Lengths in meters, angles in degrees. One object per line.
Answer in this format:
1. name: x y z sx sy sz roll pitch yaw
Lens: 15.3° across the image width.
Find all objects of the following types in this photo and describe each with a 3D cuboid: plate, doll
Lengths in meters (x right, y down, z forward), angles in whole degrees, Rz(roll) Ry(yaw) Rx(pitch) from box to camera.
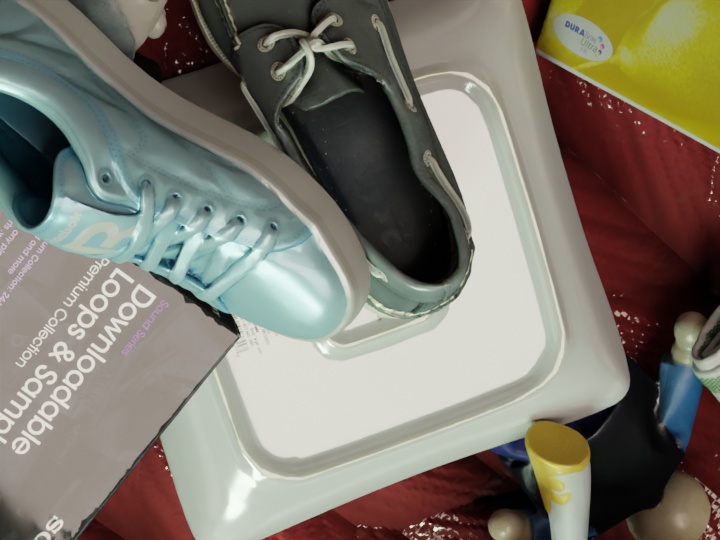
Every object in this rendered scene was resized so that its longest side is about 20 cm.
1. plate: 0.000 0.000 1.095 0.200 0.032 0.200 -20 108 -8
2. doll: 0.100 0.063 1.199 0.136 0.048 0.200 -43 124 0

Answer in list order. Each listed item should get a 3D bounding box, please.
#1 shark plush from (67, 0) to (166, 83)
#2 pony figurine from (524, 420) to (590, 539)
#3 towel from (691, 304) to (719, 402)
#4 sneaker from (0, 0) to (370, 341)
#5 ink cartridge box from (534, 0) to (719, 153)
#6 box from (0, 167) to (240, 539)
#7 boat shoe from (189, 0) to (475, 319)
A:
1. shark plush: -0.110 -0.130 1.011 0.083 0.091 0.200 -3 130 2
2. pony figurine: 0.121 0.170 1.181 0.193 0.167 0.200 22 141 2
3. towel: 0.239 0.045 1.248 0.149 0.031 0.200 -51 129 -13
4. sneaker: -0.089 -0.025 0.983 0.200 0.082 0.074 35 132 -9
5. ink cartridge box: 0.176 -0.138 1.044 0.047 0.198 0.200 -6 119 -44
6. box: -0.166 0.019 1.031 0.200 0.036 0.143 36 96 -19
7. boat shoe: -0.010 -0.075 1.029 0.073 0.062 0.200 -25 94 -9
